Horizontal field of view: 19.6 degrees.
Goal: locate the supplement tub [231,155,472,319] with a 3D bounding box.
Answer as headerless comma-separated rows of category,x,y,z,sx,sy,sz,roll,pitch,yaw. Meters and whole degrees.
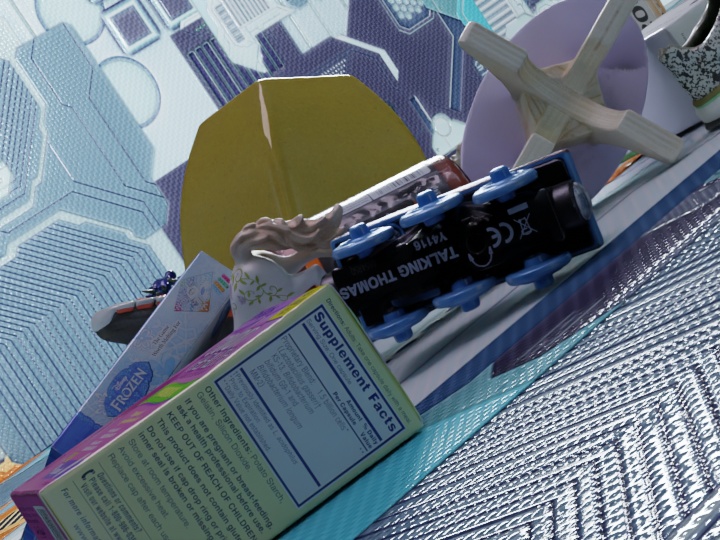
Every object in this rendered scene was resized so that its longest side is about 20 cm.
supplement tub,0.000,0.000,1.580,0.199,0.108,0.107,-27,2,-9

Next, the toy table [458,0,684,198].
toy table,0.155,-0.125,1.596,0.117,0.182,0.202,95,-167,-85

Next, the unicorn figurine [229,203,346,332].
unicorn figurine,-0.061,0.056,1.491,0.136,0.202,0.074,-5,3,-15

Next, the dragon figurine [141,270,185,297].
dragon figurine,-0.165,0.088,1.759,0.059,0.099,0.201,-15,40,49

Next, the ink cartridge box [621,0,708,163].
ink cartridge box,0.288,-0.185,1.752,0.200,0.085,0.146,-38,5,-37

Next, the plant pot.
plant pot,-0.054,-0.067,1.914,0.194,0.202,0.194,-8,-14,-38

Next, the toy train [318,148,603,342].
toy train,0.068,-0.019,1.399,0.199,0.087,0.114,-22,5,21

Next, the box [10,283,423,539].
box,-0.088,0.109,1.201,0.199,0.097,0.176,-35,3,-15

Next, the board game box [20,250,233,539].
board game box,-0.173,0.111,1.537,0.199,0.043,0.200,-54,-4,-35

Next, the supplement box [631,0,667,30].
supplement box,0.268,-0.215,2.003,0.073,0.127,0.200,-31,5,15

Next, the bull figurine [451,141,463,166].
bull figurine,0.158,-0.107,1.942,0.200,0.065,0.121,-42,-27,7

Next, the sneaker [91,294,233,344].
sneaker,-0.120,0.063,1.703,0.198,0.083,0.077,2,-5,-10

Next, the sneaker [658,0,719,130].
sneaker,0.299,-0.207,1.586,0.201,0.088,0.077,-54,13,-11
